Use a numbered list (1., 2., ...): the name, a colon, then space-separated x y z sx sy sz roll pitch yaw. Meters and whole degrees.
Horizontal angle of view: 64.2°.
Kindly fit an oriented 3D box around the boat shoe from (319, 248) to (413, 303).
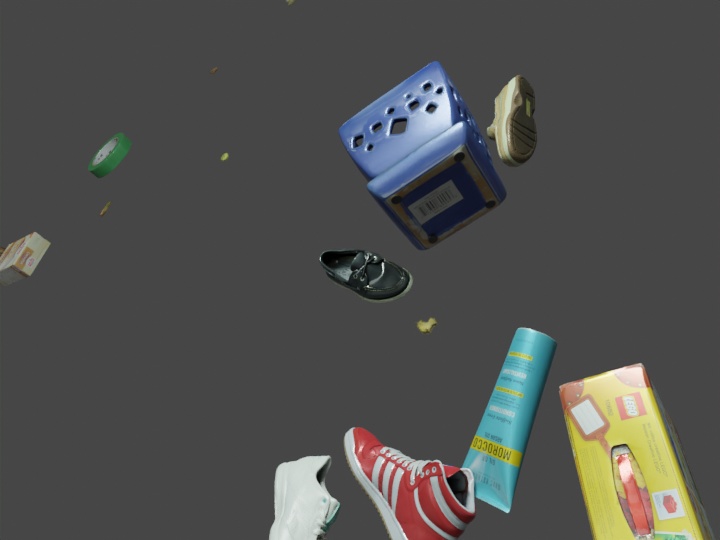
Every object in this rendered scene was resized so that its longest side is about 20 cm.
1. boat shoe: 0.001 -0.002 0.959 0.198 0.066 0.075 21 71 50

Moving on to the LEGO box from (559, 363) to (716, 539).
1. LEGO box: 0.245 0.208 0.480 0.076 0.149 0.203 -23 44 25

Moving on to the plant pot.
1. plant pot: 0.106 -0.165 0.910 0.198 0.200 0.182 -31 46 16

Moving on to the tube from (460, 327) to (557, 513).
1. tube: 0.174 0.169 0.670 0.077 0.050 0.203 2 64 55

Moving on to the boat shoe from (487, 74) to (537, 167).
1. boat shoe: 0.246 -0.236 0.954 0.076 0.071 0.202 -28 32 42

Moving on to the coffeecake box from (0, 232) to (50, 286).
1. coffeecake box: -1.278 -0.041 2.153 0.197 0.073 0.156 -15 46 32

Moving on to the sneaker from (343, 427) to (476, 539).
1. sneaker: 0.059 0.236 0.677 0.113 0.071 0.200 -53 44 12

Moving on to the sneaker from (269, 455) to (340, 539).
1. sneaker: -0.063 0.326 0.730 0.087 0.076 0.202 -21 42 10

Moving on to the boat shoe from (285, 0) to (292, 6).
1. boat shoe: -0.193 -1.043 2.085 0.198 0.064 0.074 -30 28 9

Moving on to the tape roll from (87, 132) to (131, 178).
1. tape roll: -1.013 -0.465 2.320 0.198 0.048 0.203 -25 43 25
